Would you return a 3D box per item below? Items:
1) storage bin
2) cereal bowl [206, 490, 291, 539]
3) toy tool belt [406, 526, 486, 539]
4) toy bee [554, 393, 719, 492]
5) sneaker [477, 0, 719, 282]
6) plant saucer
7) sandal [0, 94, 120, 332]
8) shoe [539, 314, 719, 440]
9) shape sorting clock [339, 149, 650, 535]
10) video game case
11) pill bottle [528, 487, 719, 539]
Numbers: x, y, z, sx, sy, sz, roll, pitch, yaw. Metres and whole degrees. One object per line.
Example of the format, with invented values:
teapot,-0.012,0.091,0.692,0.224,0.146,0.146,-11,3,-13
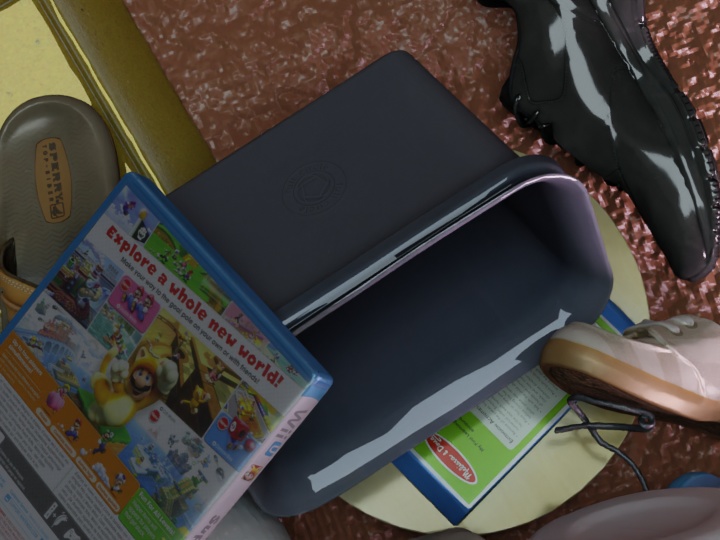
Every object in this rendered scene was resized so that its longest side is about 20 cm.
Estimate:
storage bin,0.000,0.000,1.025,0.199,0.146,0.135,-32,52,-5
cereal bowl,-0.111,0.191,1.016,0.198,0.083,0.202,-7,117,-14
toy tool belt,0.021,0.221,0.963,0.122,0.125,0.202,-14,73,-10
toy bee,0.166,0.148,1.049,0.198,0.131,0.110,19,75,-10
sneaker,0.122,-0.082,1.095,0.090,0.076,0.201,-24,81,6
plant saucer,-0.186,-0.054,1.087,0.199,0.048,0.201,-31,88,-3
sandal,-0.136,0.002,1.010,0.080,0.054,0.202,-13,69,-1
shoe,0.158,0.048,1.048,0.199,0.070,0.054,19,80,-44
shape sorting clock,0.048,0.034,1.095,0.198,0.039,0.202,0,78,1
video game case,-0.118,0.077,0.941,0.200,0.018,0.143,-51,59,10
pill bottle,0.142,0.206,0.949,0.112,0.113,0.202,-12,97,-3
